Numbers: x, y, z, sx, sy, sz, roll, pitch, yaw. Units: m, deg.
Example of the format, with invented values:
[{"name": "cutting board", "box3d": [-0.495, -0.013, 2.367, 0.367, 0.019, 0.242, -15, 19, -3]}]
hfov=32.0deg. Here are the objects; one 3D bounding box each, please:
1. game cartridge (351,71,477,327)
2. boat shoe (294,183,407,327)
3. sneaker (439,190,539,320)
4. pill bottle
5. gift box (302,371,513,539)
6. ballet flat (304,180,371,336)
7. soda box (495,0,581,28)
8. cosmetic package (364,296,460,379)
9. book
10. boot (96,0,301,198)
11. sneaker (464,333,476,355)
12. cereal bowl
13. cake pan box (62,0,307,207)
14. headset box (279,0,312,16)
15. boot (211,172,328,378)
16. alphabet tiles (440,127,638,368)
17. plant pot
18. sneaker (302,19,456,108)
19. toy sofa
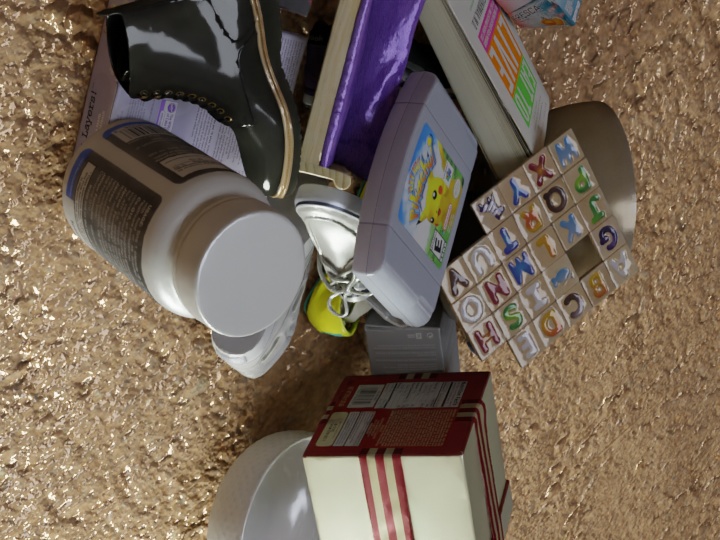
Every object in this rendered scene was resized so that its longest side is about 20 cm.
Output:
[{"name": "game cartridge", "box3d": [0.050, -0.067, 1.124, 0.133, 0.040, 0.203, 42, 58, -52]}, {"name": "boat shoe", "box3d": [-0.004, 0.000, 1.148, 0.202, 0.074, 0.087, 44, 57, -51]}, {"name": "sneaker", "box3d": [0.114, -0.060, 1.260, 0.075, 0.105, 0.203, -28, 100, -69]}, {"name": "pill bottle", "box3d": [-0.135, -0.033, 0.952, 0.113, 0.199, 0.115, -19, 124, -32]}, {"name": "gift box", "box3d": [0.042, 0.217, 1.235, 0.185, 0.197, 0.189, -50, 133, -58]}, {"name": "ballet flat", "box3d": [0.014, -0.023, 1.260, 0.067, 0.067, 0.202, 29, 89, -48]}, {"name": "soda box", "box3d": [0.196, -0.342, 1.239, 0.063, 0.068, 0.203, 32, 70, -47]}, {"name": "cosmetic package", "box3d": [0.061, 0.113, 1.330, 0.107, 0.089, 0.202, -73, 161, -58]}, {"name": "book", "box3d": [0.122, -0.211, 1.221, 0.201, 0.048, 0.134, 57, 34, -29]}, {"name": "boot", "box3d": [-0.127, -0.134, 0.984, 0.137, 0.077, 0.203, -26, 120, -28]}, {"name": "sneaker", "box3d": [0.129, 0.029, 1.386, 0.070, 0.082, 0.201, -50, 164, -20]}, {"name": "cereal bowl", "box3d": [-0.090, 0.256, 1.270, 0.199, 0.082, 0.203, -19, 113, -54]}, {"name": "cake pan box", "box3d": [-0.148, -0.125, 1.073, 0.182, 0.052, 0.203, 3, 107, -42]}, {"name": "headset box", "box3d": [-0.097, -0.304, 1.014, 0.198, 0.077, 0.151, 9, 104, -46]}, {"name": "boot", "box3d": [-0.082, 0.003, 1.194, 0.096, 0.073, 0.202, 72, 41, -71]}, {"name": "alphabet tiles", "box3d": [0.167, -0.012, 1.210, 0.199, 0.008, 0.168, -37, 111, -18]}, {"name": "plant pot", "box3d": [0.191, -0.077, 1.335, 0.132, 0.201, 0.203, -3, 115, -11]}, {"name": "sneaker", "box3d": [0.035, -0.206, 1.190, 0.198, 0.075, 0.089, -14, 113, -38]}, {"name": "toy sofa", "box3d": [-0.002, -0.175, 1.091, 0.096, 0.083, 0.203, 14, 99, -6]}]
